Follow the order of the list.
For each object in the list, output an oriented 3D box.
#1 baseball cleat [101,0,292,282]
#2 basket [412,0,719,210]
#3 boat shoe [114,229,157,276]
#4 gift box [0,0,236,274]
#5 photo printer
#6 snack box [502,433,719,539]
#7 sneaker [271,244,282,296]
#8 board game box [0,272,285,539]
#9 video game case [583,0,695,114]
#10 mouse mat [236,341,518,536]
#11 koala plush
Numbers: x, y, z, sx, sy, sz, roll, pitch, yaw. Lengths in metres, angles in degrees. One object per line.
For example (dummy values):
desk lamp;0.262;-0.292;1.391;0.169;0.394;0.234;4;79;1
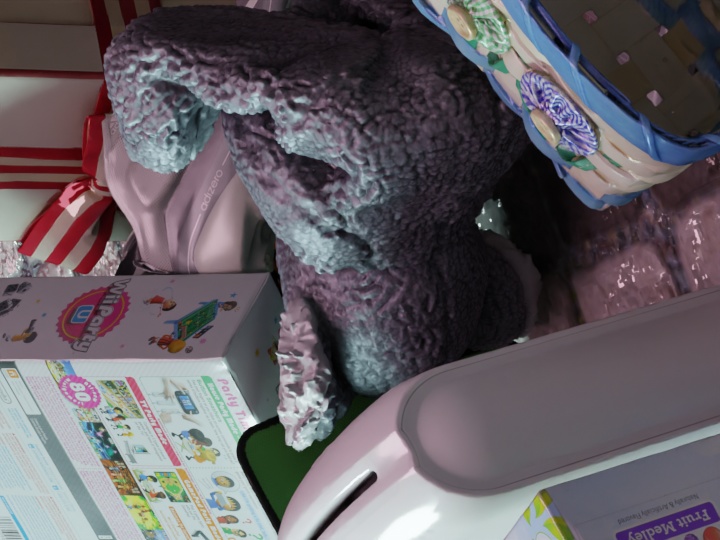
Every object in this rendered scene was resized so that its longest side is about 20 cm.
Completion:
baseball cleat;-0.072;-0.094;1.185;0.070;0.106;0.200;44;-124;-72
basket;0.115;-0.120;0.888;0.176;0.139;0.200;50;146;9
boat shoe;-0.109;0.045;1.292;0.060;0.076;0.200;-94;25;-47
gift box;-0.135;-0.118;1.315;0.185;0.200;0.187;118;146;-55
photo printer;0.064;0.084;1.027;0.069;0.200;0.166;65;149;19
snack box;0.135;0.109;0.911;0.053;0.200;0.142;63;149;22
sneaker;0.000;0.000;1.233;0.200;0.078;0.112;57;138;13
board game box;-0.116;0.076;1.214;0.200;0.064;0.148;-1;132;29
video game case;0.087;-0.173;1.051;0.200;0.022;0.182;46;140;43
mouse mat;0.051;0.132;1.114;0.200;0.161;0.008;61;156;24
koala plush;0.006;-0.025;1.095;0.184;0.177;0.200;25;130;45
